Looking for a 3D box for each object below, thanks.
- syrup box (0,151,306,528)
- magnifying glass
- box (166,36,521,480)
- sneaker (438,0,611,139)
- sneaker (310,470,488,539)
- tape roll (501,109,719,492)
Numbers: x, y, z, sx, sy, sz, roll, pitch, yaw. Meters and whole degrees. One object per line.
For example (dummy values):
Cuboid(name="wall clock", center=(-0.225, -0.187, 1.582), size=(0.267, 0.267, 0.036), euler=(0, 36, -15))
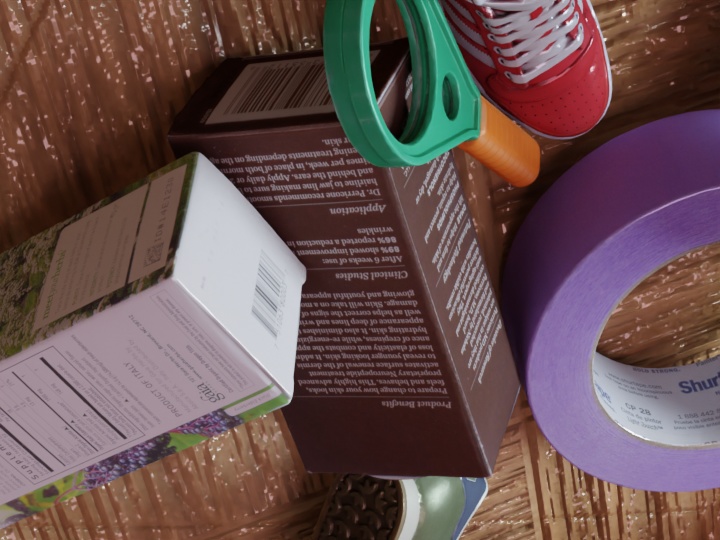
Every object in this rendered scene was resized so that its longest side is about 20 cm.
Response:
Cuboid(name="syrup box", center=(-0.127, 0.039, 0.612), size=(0.199, 0.079, 0.082), euler=(-26, 125, 24))
Cuboid(name="magnifying glass", center=(0.035, -0.070, 0.608), size=(0.200, 0.022, 0.080), euler=(22, 68, -61))
Cuboid(name="box", center=(0.000, 0.000, 0.661), size=(0.099, 0.075, 0.201), euler=(-2, 125, 25))
Cuboid(name="sneaker", center=(0.073, -0.119, 0.623), size=(0.071, 0.113, 0.200), euler=(-35, 124, 0))
Cuboid(name="sneaker", center=(0.002, 0.171, 0.781), size=(0.089, 0.067, 0.201), euler=(-5, 136, -45))
Cuboid(name="tape roll", center=(0.175, 0.020, 0.740), size=(0.198, 0.066, 0.201), euler=(-5, 128, -7))
